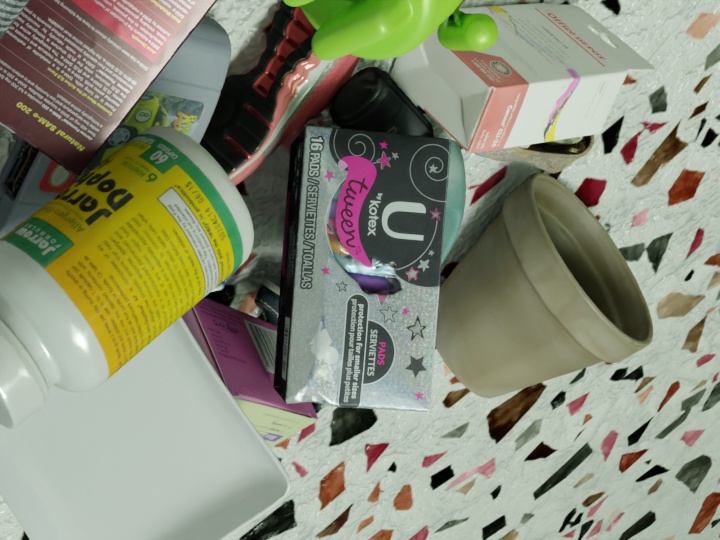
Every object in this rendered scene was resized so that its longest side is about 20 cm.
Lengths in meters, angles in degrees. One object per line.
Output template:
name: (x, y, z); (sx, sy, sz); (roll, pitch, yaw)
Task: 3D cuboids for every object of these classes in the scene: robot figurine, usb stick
robot figurine: (0.027, -0.224, 0.980); (0.115, 0.176, 0.200); (-17, -157, 43)
usb stick: (0.021, -0.120, 1.147); (0.055, 0.033, 0.200); (-43, 166, 6)

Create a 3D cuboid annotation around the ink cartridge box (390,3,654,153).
ink cartridge box: (0.140, -0.167, 1.190); (0.198, 0.117, 0.068); (-11, 136, -37)

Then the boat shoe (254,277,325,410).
boat shoe: (-0.058, 0.071, 1.303); (0.062, 0.075, 0.200); (-45, 153, -8)

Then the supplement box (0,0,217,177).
supplement box: (-0.163, -0.173, 0.892); (0.108, 0.061, 0.200); (36, 102, -27)

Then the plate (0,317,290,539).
plate: (-0.175, 0.131, 1.043); (0.199, 0.201, 0.032); (-36, 174, 12)

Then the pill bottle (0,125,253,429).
pill bottle: (-0.173, 0.006, 0.908); (0.200, 0.112, 0.113); (-41, 150, -25)

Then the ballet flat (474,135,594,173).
ballet flat: (0.155, -0.134, 1.283); (0.067, 0.069, 0.199); (-18, 169, 32)

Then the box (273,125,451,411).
box: (0.000, 0.000, 1.074); (0.113, 0.132, 0.203); (4, 89, -8)

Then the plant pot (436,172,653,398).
plant pot: (0.164, 0.033, 1.403); (0.173, 0.202, 0.199); (-35, 150, 22)

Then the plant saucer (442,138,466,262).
plant saucer: (0.042, -0.019, 1.233); (0.201, 0.039, 0.202); (-47, 161, -22)

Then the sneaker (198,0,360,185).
sneaker: (-0.052, -0.131, 1.077); (0.201, 0.074, 0.087); (-49, 147, 12)

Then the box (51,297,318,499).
box: (-0.165, 0.119, 1.156); (0.199, 0.097, 0.176); (-32, 160, 13)

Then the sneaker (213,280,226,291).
sneaker: (-0.127, -0.015, 1.090); (0.076, 0.077, 0.200); (-50, 171, 9)

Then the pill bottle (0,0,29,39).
pill bottle: (-0.226, -0.192, 0.800); (0.200, 0.106, 0.106); (-49, 146, 11)

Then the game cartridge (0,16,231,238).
game cartridge: (-0.177, -0.100, 1.021); (0.132, 0.041, 0.201); (1, 128, -51)
